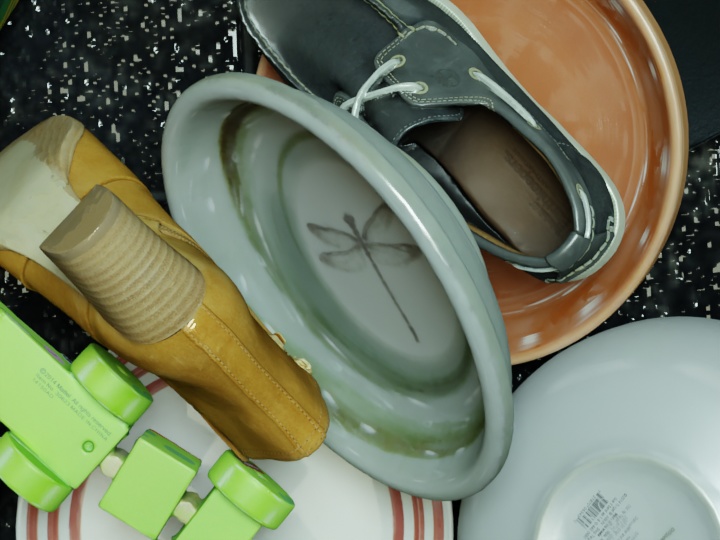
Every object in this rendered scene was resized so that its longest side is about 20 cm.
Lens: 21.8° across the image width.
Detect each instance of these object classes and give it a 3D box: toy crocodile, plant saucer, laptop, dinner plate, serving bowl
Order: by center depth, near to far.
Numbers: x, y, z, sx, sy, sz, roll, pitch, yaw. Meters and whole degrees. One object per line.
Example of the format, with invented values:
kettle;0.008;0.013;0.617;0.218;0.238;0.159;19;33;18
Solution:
plant saucer;0.000;0.000;0.764;0.050;0.200;0.201;-36;89;-27
serving bowl;0.122;0.118;0.775;0.199;0.066;0.201;-3;84;30
toy crocodile;-0.095;0.089;0.808;0.200;0.062;0.068;38;90;-3
plant saucer;0.047;-0.058;0.823;0.199;0.032;0.202;4;101;22
dinner plate;-0.057;0.118;0.855;0.199;0.024;0.201;0;89;1
laptop;0.092;-0.123;0.866;0.199;0.103;0.178;-29;88;25

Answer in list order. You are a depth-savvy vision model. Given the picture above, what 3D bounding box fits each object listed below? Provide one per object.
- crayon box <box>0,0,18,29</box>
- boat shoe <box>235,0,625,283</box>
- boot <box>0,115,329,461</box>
crayon box;-0.204;-0.158;0.819;0.125;0.052;0.201;25;63;1
boat shoe;0.024;-0.070;0.778;0.200;0.068;0.072;42;110;13
boot;-0.094;0.013;0.806;0.071;0.201;0.144;-45;117;-7
